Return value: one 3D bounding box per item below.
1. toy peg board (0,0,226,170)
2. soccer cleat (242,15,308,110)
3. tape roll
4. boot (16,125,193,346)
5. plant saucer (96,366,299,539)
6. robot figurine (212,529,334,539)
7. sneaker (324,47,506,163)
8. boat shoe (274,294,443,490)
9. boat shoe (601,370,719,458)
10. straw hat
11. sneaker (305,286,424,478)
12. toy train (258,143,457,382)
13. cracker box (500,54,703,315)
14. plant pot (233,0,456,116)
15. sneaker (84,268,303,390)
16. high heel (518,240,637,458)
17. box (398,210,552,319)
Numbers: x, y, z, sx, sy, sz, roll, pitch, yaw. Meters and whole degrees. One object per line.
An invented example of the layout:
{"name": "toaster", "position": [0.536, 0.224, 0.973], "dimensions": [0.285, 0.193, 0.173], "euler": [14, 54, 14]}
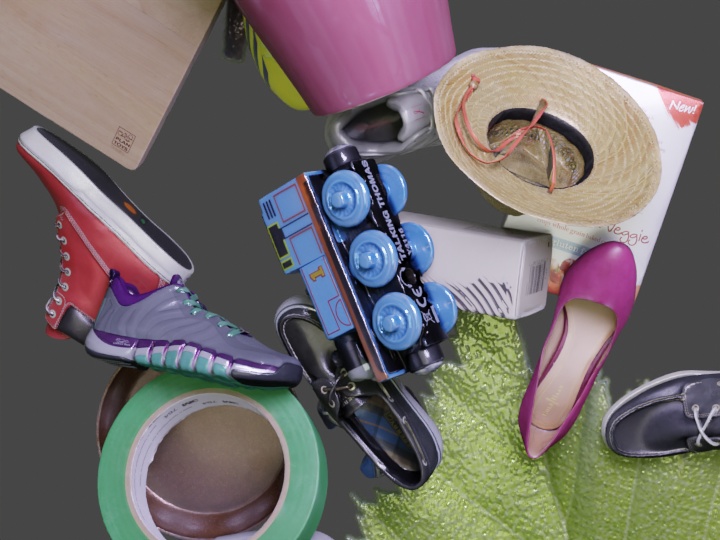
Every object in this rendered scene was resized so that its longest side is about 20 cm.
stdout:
{"name": "toy peg board", "position": [-0.227, -0.234, 1.162], "dimensions": [0.199, 0.098, 0.200], "euler": [32, 115, 0]}
{"name": "soccer cleat", "position": [-0.081, -0.237, 1.142], "dimensions": [0.064, 0.084, 0.202], "euler": [-15, 96, 7]}
{"name": "tape roll", "position": [-0.129, 0.182, 1.146], "dimensions": [0.198, 0.048, 0.203], "euler": [-3, 70, 9]}
{"name": "boot", "position": [-0.271, -0.021, 1.196], "dimensions": [0.144, 0.072, 0.200], "euler": [-42, 96, 10]}
{"name": "plant saucer", "position": [-0.148, 0.153, 1.226], "dimensions": [0.198, 0.034, 0.203], "euler": [1, 99, 4]}
{"name": "robot figurine", "position": [-0.088, 0.302, 1.201], "dimensions": [0.198, 0.114, 0.171], "euler": [-8, 130, 5]}
{"name": "sneaker", "position": [0.061, -0.138, 1.137], "dimensions": [0.198, 0.099, 0.079], "euler": [-22, 96, 7]}
{"name": "boat shoe", "position": [-0.002, 0.105, 1.126], "dimensions": [0.069, 0.057, 0.200], "euler": [-40, 97, 24]}
{"name": "boat shoe", "position": [0.316, 0.129, 1.172], "dimensions": [0.198, 0.068, 0.073], "euler": [-12, 98, 7]}
{"name": "straw hat", "position": [0.142, -0.091, 1.087], "dimensions": [0.200, 0.202, 0.085], "euler": [26, 141, 0]}
{"name": "sneaker", "position": [-0.010, 0.103, 1.190], "dimensions": [0.085, 0.077, 0.201], "euler": [-26, 95, 12]}
{"name": "toy train", "position": [0.000, 0.000, 1.074], "dimensions": [0.114, 0.086, 0.202], "euler": [-27, 83, 35]}
{"name": "cracker box", "position": [0.206, -0.075, 1.155], "dimensions": [0.133, 0.058, 0.202], "euler": [18, 98, 3]}
{"name": "plant pot", "position": [-0.014, -0.230, 1.026], "dimensions": [0.198, 0.200, 0.180], "euler": [-22, 105, 7]}
{"name": "sneaker", "position": [-0.141, 0.048, 1.126], "dimensions": [0.198, 0.074, 0.089], "euler": [9, 79, 12]}
{"name": "high heel", "position": [0.188, 0.071, 1.116], "dimensions": [0.067, 0.096, 0.201], "euler": [16, 130, 5]}
{"name": "box", "position": [0.060, -0.010, 1.131], "dimensions": [0.198, 0.082, 0.069], "euler": [10, 100, 27]}
